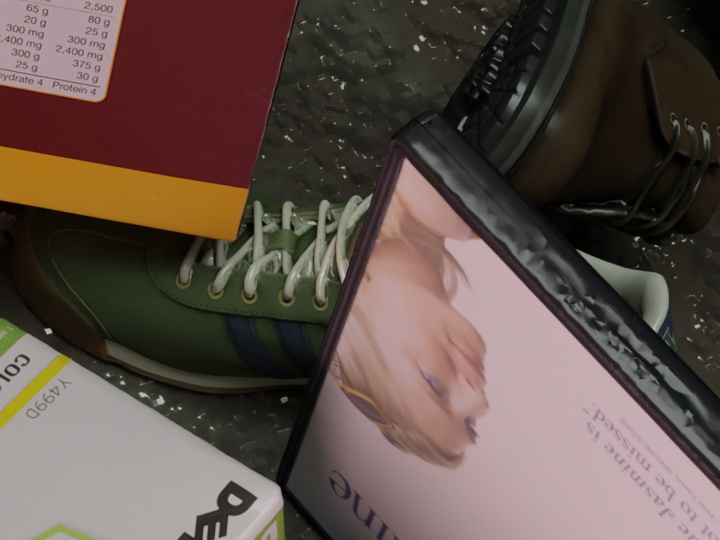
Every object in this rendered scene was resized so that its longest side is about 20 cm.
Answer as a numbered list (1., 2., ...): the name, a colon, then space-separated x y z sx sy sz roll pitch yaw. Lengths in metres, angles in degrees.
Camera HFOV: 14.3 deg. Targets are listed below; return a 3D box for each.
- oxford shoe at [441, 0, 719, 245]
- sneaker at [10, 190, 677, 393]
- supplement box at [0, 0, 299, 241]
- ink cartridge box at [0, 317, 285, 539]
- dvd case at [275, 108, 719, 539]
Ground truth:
1. oxford shoe: 0.073 -0.046 0.837 0.084 0.073 0.200 40 18 3
2. sneaker: 0.000 0.000 0.831 0.199 0.090 0.067 19 59 -3
3. supplement box: -0.076 -0.156 0.804 0.132 0.201 0.198 10 38 -9
4. ink cartridge box: -0.060 0.123 0.724 0.199 0.076 0.148 28 57 24
5. dvd case: 0.042 0.061 0.742 0.018 0.200 0.143 -36 74 -25
